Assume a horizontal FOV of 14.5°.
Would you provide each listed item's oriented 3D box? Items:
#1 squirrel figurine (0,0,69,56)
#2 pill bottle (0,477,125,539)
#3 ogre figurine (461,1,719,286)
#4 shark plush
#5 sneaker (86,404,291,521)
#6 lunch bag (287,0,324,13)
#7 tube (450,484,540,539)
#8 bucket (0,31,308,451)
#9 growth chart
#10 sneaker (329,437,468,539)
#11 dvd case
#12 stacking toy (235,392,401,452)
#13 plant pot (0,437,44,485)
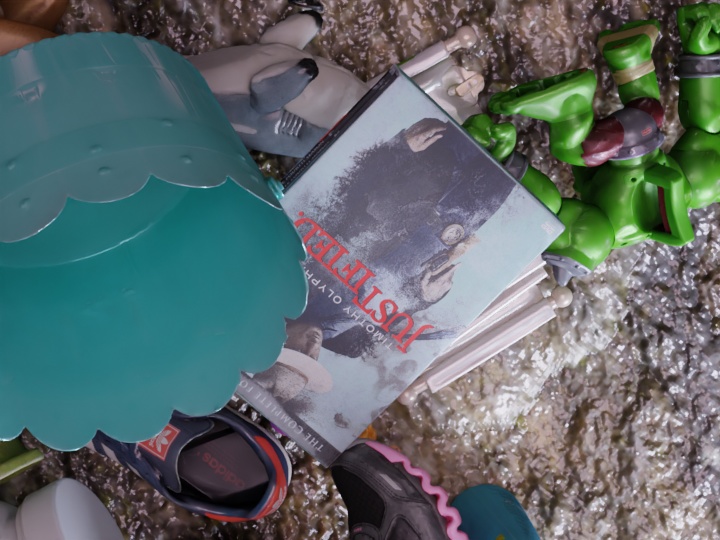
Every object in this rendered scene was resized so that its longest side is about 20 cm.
[{"bbox_3d":[-0.254,-0.121,1.601,0.141,0.187,0.200,42,97,-6],"label":"squirrel figurine"},{"bbox_3d":[-0.236,0.204,1.667,0.200,0.113,0.113,-29,100,15],"label":"pill bottle"},{"bbox_3d":[0.151,-0.071,1.681,0.200,0.098,0.120,-35,111,-43],"label":"ogre figurine"},{"bbox_3d":[-0.087,-0.081,1.676,0.199,0.091,0.084,-18,116,-4],"label":"shark plush"},{"bbox_3d":[-0.130,0.090,1.693,0.199,0.085,0.075,25,96,-8],"label":"sneaker"},{"bbox_3d":[-0.077,-0.255,1.625,0.167,0.139,0.201,4,99,-22],"label":"lunch bag"},{"bbox_3d":[0.092,0.172,1.665,0.050,0.200,0.078,-36,102,-2],"label":"tube"},{"bbox_3d":[-0.140,-0.017,1.506,0.206,0.135,0.208,-14,139,-12],"label":"bucket"},{"bbox_3d":[0.040,-0.030,1.723,0.144,0.018,0.201,-23,100,0],"label":"growth chart"},{"bbox_3d":[0.023,0.197,1.658,0.095,0.079,0.201,-27,92,-24],"label":"sneaker"},{"bbox_3d":[0.000,0.000,1.616,0.200,0.022,0.146,-44,115,8],"label":"dvd case"},{"bbox_3d":[-0.033,0.058,1.697,0.116,0.110,0.200,-33,111,1],"label":"stacking toy"},{"bbox_3d":[-0.313,0.076,1.637,0.200,0.200,0.185,-28,89,0],"label":"plant pot"}]
